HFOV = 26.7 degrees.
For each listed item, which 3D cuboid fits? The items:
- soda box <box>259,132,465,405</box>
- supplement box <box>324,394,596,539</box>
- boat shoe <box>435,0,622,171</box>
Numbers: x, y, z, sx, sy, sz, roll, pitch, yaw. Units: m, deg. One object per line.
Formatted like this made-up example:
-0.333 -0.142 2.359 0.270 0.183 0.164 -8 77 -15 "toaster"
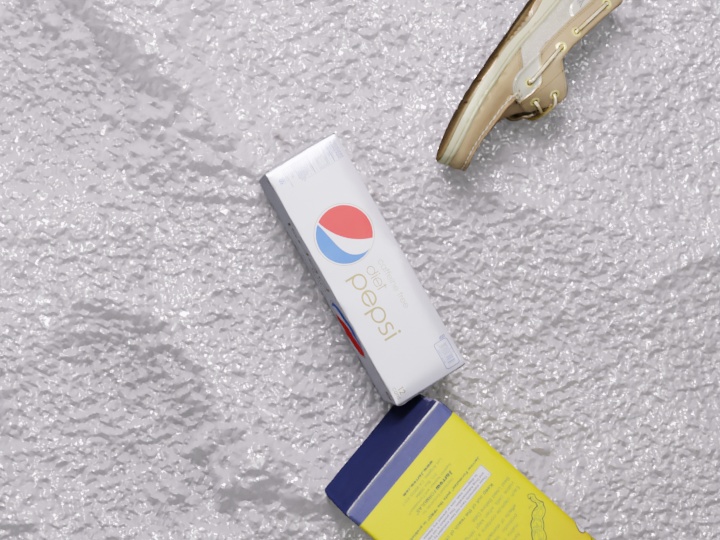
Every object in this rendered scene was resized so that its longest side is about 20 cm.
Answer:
0.000 0.000 1.148 0.063 0.068 0.201 -30 93 -8 "soda box"
0.086 0.197 1.150 0.200 0.109 0.110 42 84 -9 "supplement box"
0.133 -0.154 1.171 0.066 0.074 0.201 35 85 -3 "boat shoe"
